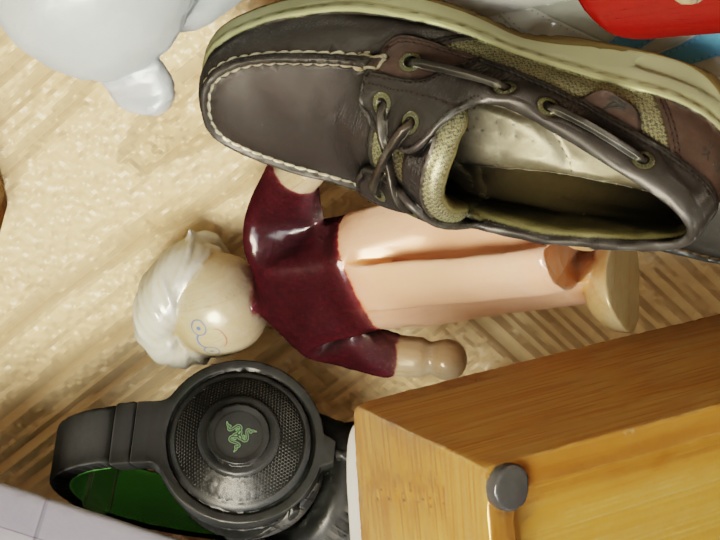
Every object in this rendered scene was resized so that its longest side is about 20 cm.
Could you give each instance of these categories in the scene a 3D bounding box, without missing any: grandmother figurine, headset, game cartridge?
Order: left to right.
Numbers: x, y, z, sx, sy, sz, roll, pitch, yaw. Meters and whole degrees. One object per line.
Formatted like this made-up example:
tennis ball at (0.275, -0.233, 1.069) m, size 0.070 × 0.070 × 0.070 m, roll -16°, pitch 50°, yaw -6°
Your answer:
game cartridge at (-0.085, 0.125, 1.171) m, size 0.199 × 0.133 × 0.041 m, roll 19°, pitch 86°, yaw -13°
headset at (-0.031, 0.094, 1.137) m, size 0.199 × 0.094 × 0.123 m, roll -5°, pitch 158°, yaw 29°
grandmother figurine at (0.000, 0.000, 1.100) m, size 0.199 × 0.061 × 0.122 m, roll -12°, pitch 115°, yaw 26°

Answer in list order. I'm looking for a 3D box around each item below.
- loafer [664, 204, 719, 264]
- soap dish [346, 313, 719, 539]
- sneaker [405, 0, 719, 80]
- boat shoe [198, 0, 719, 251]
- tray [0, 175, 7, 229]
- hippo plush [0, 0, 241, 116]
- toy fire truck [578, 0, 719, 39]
loafer at (0.173, -0.027, 1.082) m, size 0.199 × 0.072 × 0.073 m, roll 0°, pitch 126°, yaw 5°
soap dish at (0.094, 0.108, 1.053) m, size 0.199 × 0.081 × 0.158 m, roll -12°, pitch 105°, yaw -32°
sneaker at (0.109, -0.092, 1.047) m, size 0.199 × 0.077 × 0.081 m, roll 0°, pitch 132°, yaw 12°
boat shoe at (0.032, -0.049, 1.005) m, size 0.199 × 0.065 × 0.073 m, roll 6°, pitch 129°, yaw 16°
tray at (-0.246, -0.049, 1.114) m, size 0.199 × 0.037 × 0.099 m, roll -4°, pitch 124°, yaw 7°
hippo plush at (-0.051, -0.123, 0.970) m, size 0.159 × 0.200 × 0.161 m, roll 35°, pitch 130°, yaw 6°
toy fire truck at (0.095, -0.133, 0.894) m, size 0.128 × 0.200 × 0.176 m, roll -1°, pitch 133°, yaw 35°
